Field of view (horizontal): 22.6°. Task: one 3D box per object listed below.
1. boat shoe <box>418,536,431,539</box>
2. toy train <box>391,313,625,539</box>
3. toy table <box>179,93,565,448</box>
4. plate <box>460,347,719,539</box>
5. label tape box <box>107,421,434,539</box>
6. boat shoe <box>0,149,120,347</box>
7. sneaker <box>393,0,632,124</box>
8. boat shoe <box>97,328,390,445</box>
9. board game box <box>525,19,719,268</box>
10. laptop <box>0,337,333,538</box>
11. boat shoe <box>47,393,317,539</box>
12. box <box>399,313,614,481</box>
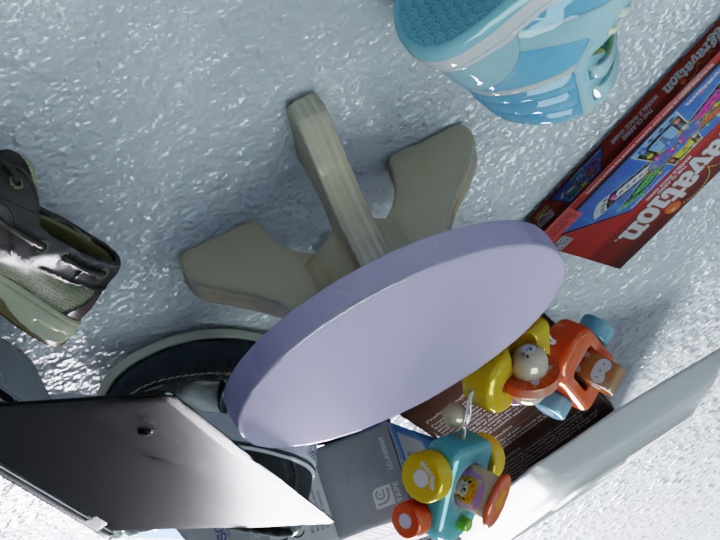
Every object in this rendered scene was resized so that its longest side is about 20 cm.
[{"bbox_3d":[0.019,0.248,1.401,0.199,0.062,0.072,-31,147,4],"label":"boat shoe"},{"bbox_3d":[0.101,0.101,1.100,0.200,0.055,0.150,-56,145,-15],"label":"toy train"},{"bbox_3d":[0.000,0.000,1.005,0.199,0.117,0.184,-19,145,-18],"label":"toy table"},{"bbox_3d":[0.160,0.145,1.316,0.199,0.032,0.200,-27,166,-32],"label":"plate"},{"bbox_3d":[-0.043,0.166,1.176,0.199,0.066,0.143,-24,165,12],"label":"label tape box"},{"bbox_3d":[-0.185,-0.031,0.870,0.066,0.072,0.201,-47,144,-3],"label":"boat shoe"},{"bbox_3d":[0.126,-0.152,0.939,0.199,0.080,0.131,-29,146,16],"label":"sneaker"},{"bbox_3d":[-0.067,0.083,1.114,0.199,0.062,0.075,6,134,-42],"label":"boat shoe"},{"bbox_3d":[0.201,-0.081,1.143,0.103,0.019,0.200,12,128,-48],"label":"board game box"},{"bbox_3d":[-0.137,0.053,0.897,0.116,0.200,0.187,-35,147,4],"label":"laptop"},{"bbox_3d":[-0.125,0.120,1.033,0.198,0.068,0.074,7,151,6],"label":"boat shoe"},{"bbox_3d":[0.082,0.066,1.199,0.100,0.075,0.200,-36,148,9],"label":"box"}]
